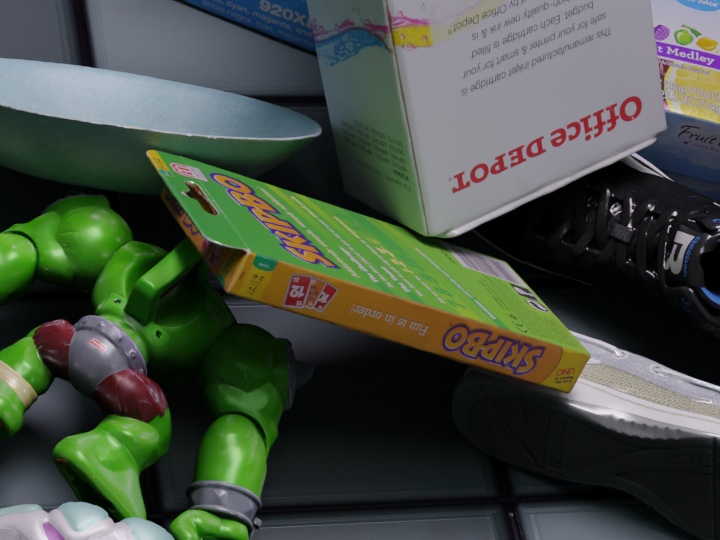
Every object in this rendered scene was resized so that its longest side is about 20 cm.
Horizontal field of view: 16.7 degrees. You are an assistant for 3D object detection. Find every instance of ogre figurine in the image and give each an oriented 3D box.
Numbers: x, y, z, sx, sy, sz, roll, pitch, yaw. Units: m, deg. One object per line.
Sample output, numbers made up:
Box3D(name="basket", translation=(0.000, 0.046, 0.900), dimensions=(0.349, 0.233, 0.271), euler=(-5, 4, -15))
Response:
Box3D(name="ogre figurine", translation=(-0.107, 0.043, 1.082), dimensions=(0.199, 0.098, 0.120), euler=(28, 59, 27))

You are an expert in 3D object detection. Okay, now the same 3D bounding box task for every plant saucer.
Box3D(name="plant saucer", translation=(-0.119, -0.065, 1.158), dimensions=(0.200, 0.039, 0.201), euler=(10, 10, -2))

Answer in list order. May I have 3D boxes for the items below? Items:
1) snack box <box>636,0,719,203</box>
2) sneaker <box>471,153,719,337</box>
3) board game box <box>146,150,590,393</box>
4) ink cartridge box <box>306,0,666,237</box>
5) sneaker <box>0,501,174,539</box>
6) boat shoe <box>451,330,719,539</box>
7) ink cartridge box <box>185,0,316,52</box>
Box3D(name="snack box", translation=(0.199, -0.126, 1.319), dimensions=(0.168, 0.068, 0.201), euler=(13, 48, -6))
Box3D(name="sneaker", translation=(0.135, -0.020, 1.177), dimensions=(0.199, 0.112, 0.073), euler=(21, 92, 2))
Box3D(name="board game box", translation=(0.000, 0.000, 1.080), dimensions=(0.199, 0.030, 0.096), euler=(20, 17, -31))
Box3D(name="ink cartridge box", translation=(0.052, -0.137, 1.135), dimensions=(0.145, 0.201, 0.083), euler=(-24, 29, -25))
Box3D(name="sneaker", translation=(-0.088, 0.180, 0.986), dimensions=(0.199, 0.078, 0.140), euler=(17, 48, 0))
Box3D(name="boat shoe", translation=(0.145, 0.073, 1.140), dimensions=(0.201, 0.075, 0.065), euler=(16, 48, 10))
Box3D(name="ink cartridge box", translation=(-0.018, -0.241, 1.268), dimensions=(0.144, 0.200, 0.148), euler=(22, 50, 4))
